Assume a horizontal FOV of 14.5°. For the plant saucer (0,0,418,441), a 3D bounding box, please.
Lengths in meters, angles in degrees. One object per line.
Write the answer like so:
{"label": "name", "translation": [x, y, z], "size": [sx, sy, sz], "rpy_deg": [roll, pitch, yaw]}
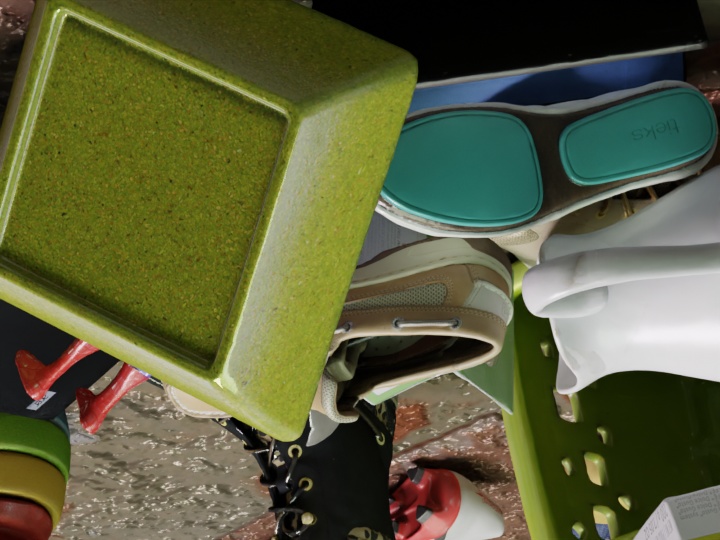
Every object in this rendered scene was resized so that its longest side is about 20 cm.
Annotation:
{"label": "plant saucer", "translation": [-0.094, -0.042, 1.317], "size": [0.199, 0.201, 0.048], "rpy_deg": [25, -160, 20]}

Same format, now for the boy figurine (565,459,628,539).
{"label": "boy figurine", "translation": [0.190, 0.152, 1.915], "size": [0.124, 0.065, 0.200], "rpy_deg": [5, 153, -13]}

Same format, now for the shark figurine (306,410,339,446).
{"label": "shark figurine", "translation": [-0.047, 0.055, 1.615], "size": [0.213, 0.128, 0.090], "rpy_deg": [-2, 109, -16]}

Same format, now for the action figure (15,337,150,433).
{"label": "action figure", "translation": [-0.090, -0.022, 1.408], "size": [0.200, 0.099, 0.065], "rpy_deg": [-42, 128, 18]}

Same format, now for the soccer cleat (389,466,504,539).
{"label": "soccer cleat", "translation": [0.012, 0.198, 1.960], "size": [0.085, 0.069, 0.200], "rpy_deg": [26, 133, -38]}

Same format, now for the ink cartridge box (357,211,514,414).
{"label": "ink cartridge box", "translation": [0.000, 0.000, 1.522], "size": [0.059, 0.104, 0.200], "rpy_deg": [-28, 132, 31]}

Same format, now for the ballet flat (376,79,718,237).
{"label": "ballet flat", "translation": [0.084, -0.054, 1.429], "size": [0.199, 0.070, 0.070], "rpy_deg": [-11, 154, -19]}

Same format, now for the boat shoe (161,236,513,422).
{"label": "boat shoe", "translation": [-0.017, 0.043, 1.433], "size": [0.199, 0.076, 0.072], "rpy_deg": [-21, 135, 24]}

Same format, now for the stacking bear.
{"label": "stacking bear", "translation": [-0.223, 0.128, 1.651], "size": [0.121, 0.201, 0.114], "rpy_deg": [-18, 149, 20]}

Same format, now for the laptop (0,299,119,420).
{"label": "laptop", "translation": [-0.213, -0.018, 1.490], "size": [0.103, 0.200, 0.177], "rpy_deg": [-31, 174, -45]}

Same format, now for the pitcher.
{"label": "pitcher", "translation": [0.183, 0.001, 1.423], "size": [0.199, 0.122, 0.172], "rpy_deg": [-11, 173, 9]}

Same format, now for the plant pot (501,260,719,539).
{"label": "plant pot", "translation": [0.212, 0.076, 1.653], "size": [0.198, 0.201, 0.181], "rpy_deg": [-25, 153, 29]}

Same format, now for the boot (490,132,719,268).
{"label": "boot", "translation": [0.146, -0.048, 1.525], "size": [0.199, 0.073, 0.155], "rpy_deg": [-17, 157, 32]}

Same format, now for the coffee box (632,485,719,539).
{"label": "coffee box", "translation": [0.258, 0.221, 1.500], "size": [0.199, 0.199, 0.200], "rpy_deg": [-12, 159, -13]}

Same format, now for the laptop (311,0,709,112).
{"label": "laptop", "translation": [0.076, -0.092, 1.407], "size": [0.186, 0.200, 0.116], "rpy_deg": [-8, 117, 4]}

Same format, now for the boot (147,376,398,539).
{"label": "boot", "translation": [-0.050, 0.113, 1.703], "size": [0.203, 0.154, 0.073], "rpy_deg": [20, 142, -38]}
